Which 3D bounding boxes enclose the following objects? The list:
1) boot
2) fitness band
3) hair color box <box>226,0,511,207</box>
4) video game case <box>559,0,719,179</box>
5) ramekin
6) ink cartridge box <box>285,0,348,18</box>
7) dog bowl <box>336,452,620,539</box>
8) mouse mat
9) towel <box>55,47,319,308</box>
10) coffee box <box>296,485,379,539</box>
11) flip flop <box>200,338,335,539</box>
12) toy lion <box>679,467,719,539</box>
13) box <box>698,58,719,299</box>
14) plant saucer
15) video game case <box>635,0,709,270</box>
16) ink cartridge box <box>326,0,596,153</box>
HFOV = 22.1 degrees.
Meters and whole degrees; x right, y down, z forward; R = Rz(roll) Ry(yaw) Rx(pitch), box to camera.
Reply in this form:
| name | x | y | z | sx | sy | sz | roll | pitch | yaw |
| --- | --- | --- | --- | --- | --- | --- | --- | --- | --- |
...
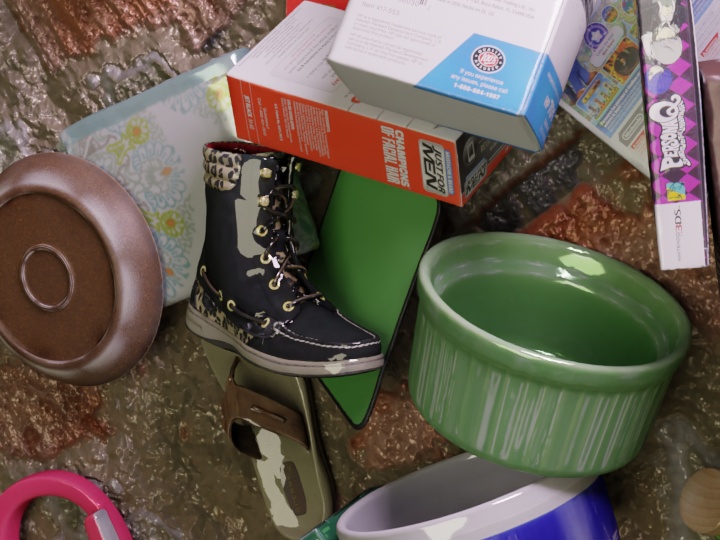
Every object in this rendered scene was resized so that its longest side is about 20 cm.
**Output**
| name | x | y | z | sx | sy | sz | roll | pitch | yaw |
| --- | --- | --- | --- | --- | --- | --- | --- | --- | --- |
| boot | -0.059 | -0.009 | 1.390 | 0.203 | 0.073 | 0.155 | 17 | 108 | 46 |
| fitness band | -0.256 | 0.276 | 1.629 | 0.143 | 0.037 | 0.202 | -20 | 90 | 31 |
| hair color box | 0.014 | -0.126 | 1.362 | 0.199 | 0.111 | 0.064 | 18 | 137 | 29 |
| video game case | 0.205 | -0.157 | 1.317 | 0.200 | 0.018 | 0.144 | 39 | 115 | 7 |
| ramekin | 0.128 | 0.061 | 1.315 | 0.199 | 0.200 | 0.098 | 23 | 117 | 20 |
| ink cartridge box | 0.024 | -0.246 | 1.387 | 0.198 | 0.045 | 0.178 | 10 | 104 | 24 |
| dog bowl | 0.087 | 0.190 | 1.354 | 0.199 | 0.200 | 0.079 | -17 | 95 | 28 |
| mouse mat | 0.000 | 0.000 | 1.413 | 0.161 | 0.007 | 0.201 | 50 | 126 | 53 |
| towel | -0.142 | -0.069 | 1.505 | 0.199 | 0.048 | 0.173 | -20 | 94 | 28 |
| coffee box | 0.031 | 0.276 | 1.444 | 0.044 | 0.123 | 0.201 | -37 | 84 | 26 |
| flip flop | -0.079 | 0.130 | 1.504 | 0.081 | 0.057 | 0.202 | -14 | 95 | 30 |
| toy lion | 0.324 | 0.162 | 1.267 | 0.192 | 0.068 | 0.201 | -44 | 45 | 28 |
| box | 0.310 | -0.042 | 1.197 | 0.164 | 0.164 | 0.202 | -7 | 98 | 11 |
| plant saucer | -0.253 | 0.003 | 1.537 | 0.199 | 0.032 | 0.202 | 8 | 107 | 28 |
| video game case | 0.203 | -0.111 | 1.210 | 0.035 | 0.200 | 0.183 | -5 | 103 | 9 |
| ink cartridge box | 0.085 | -0.201 | 1.254 | 0.145 | 0.086 | 0.202 | 18 | 79 | 20 |
